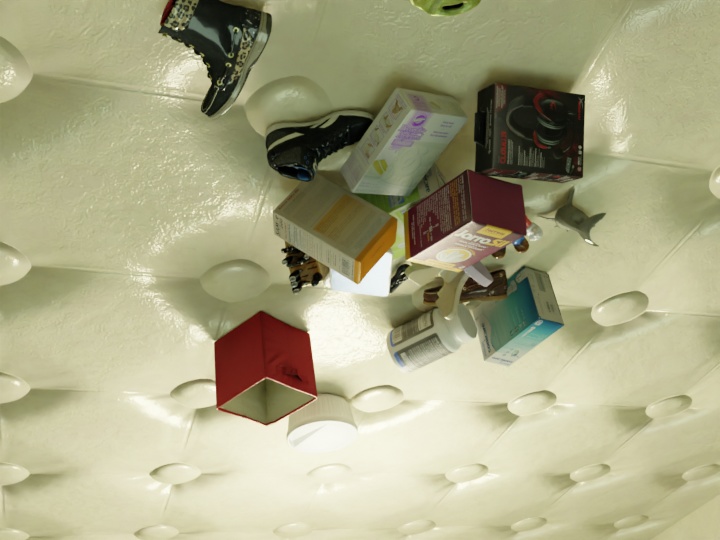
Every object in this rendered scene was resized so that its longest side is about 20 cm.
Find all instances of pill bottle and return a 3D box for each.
[{"bbox_3d":[0.171,0.158,2.032,0.199,0.115,0.114,-28,141,25],"label":"pill bottle"}]

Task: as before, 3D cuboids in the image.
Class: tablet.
[{"bbox_3d":[0.000,0.000,1.741,0.129,0.014,0.201,7,153,2],"label":"tablet"}]

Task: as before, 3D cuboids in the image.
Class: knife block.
[{"bbox_3d":[-0.105,0.002,1.702,0.063,0.177,0.201,-13,145,7],"label":"knife block"}]

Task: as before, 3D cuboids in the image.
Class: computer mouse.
[{"bbox_3d":[0.007,0.010,1.855,0.198,0.044,0.110,9,147,-32],"label":"computer mouse"}]

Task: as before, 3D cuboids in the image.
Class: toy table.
[{"bbox_3d":[0.183,0.001,1.789,0.117,0.184,0.200,-42,127,14],"label":"toy table"}]

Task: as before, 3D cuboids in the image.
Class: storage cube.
[{"bbox_3d":[-0.222,0.232,1.985,0.199,0.181,0.170,-34,138,29],"label":"storage cube"}]

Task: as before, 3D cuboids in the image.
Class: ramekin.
[{"bbox_3d":[-0.109,0.419,2.340,0.200,0.095,0.203,-6,145,-5],"label":"ramekin"}]

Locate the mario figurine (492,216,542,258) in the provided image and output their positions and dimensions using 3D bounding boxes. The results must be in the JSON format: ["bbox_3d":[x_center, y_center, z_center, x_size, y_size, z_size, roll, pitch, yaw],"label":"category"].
[{"bbox_3d":[0.298,-0.077,1.743,0.124,0.106,0.200,-46,151,-8],"label":"mario figurine"}]

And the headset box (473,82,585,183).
[{"bbox_3d":[0.286,-0.238,1.478,0.198,0.151,0.075,4,177,-17],"label":"headset box"}]

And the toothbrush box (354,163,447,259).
[{"bbox_3d":[0.086,-0.111,1.670,0.198,0.087,0.146,-23,143,16],"label":"toothbrush box"}]

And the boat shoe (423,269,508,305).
[{"bbox_3d":[0.237,0.036,1.931,0.198,0.070,0.071,-7,107,-8],"label":"boat shoe"}]

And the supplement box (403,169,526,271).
[{"bbox_3d":[0.185,-0.084,1.530,0.130,0.104,0.200,12,154,-29],"label":"supplement box"}]

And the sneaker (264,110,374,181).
[{"bbox_3d":[-0.065,-0.208,1.478,0.198,0.113,0.073,-10,145,1],"label":"sneaker"}]

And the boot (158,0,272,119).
[{"bbox_3d":[-0.242,-0.337,1.299,0.153,0.074,0.204,18,132,-28],"label":"boot"}]

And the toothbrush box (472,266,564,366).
[{"bbox_3d":[0.364,0.111,1.984,0.085,0.148,0.200,16,136,-31],"label":"toothbrush box"}]

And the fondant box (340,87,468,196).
[{"bbox_3d":[0.075,-0.221,1.494,0.143,0.059,0.200,-2,141,-41],"label":"fondant box"}]

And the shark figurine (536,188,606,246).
[{"bbox_3d":[0.433,-0.120,1.727,0.127,0.214,0.090,19,102,7],"label":"shark figurine"}]

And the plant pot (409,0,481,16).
[{"bbox_3d":[0.105,-0.448,1.128,0.198,0.186,0.201,-7,144,-5],"label":"plant pot"}]

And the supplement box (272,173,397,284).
[{"bbox_3d":[-0.047,-0.080,1.561,0.199,0.126,0.074,31,149,19],"label":"supplement box"}]
